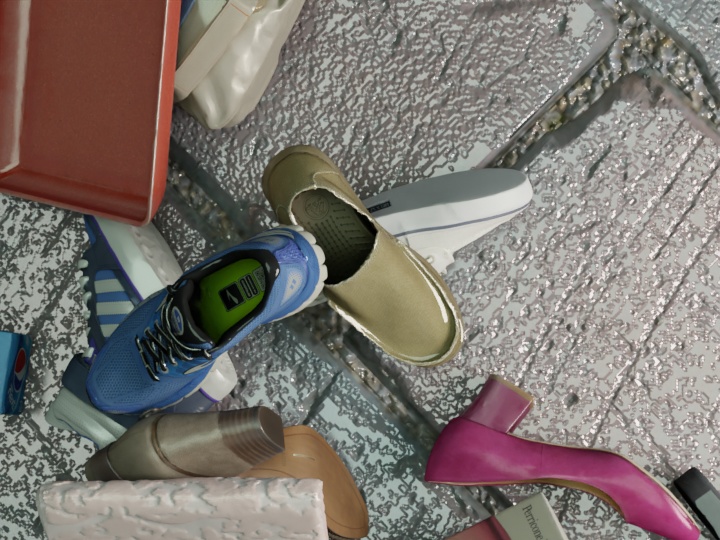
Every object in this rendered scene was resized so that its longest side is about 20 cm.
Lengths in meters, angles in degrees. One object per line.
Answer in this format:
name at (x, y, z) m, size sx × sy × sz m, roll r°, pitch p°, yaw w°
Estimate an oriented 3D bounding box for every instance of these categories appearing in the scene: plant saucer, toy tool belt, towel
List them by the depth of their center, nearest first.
towel at (-0.118, 0.207, 1.459) m, size 0.199 × 0.191 × 0.032 m, roll -2°, pitch 51°, yaw 4°
plant saucer at (-0.202, -0.146, 1.497) m, size 0.199 × 0.037 × 0.201 m, roll 14°, pitch 102°, yaw 42°
toy tool belt at (-0.106, -0.213, 1.507) m, size 0.122 × 0.125 × 0.201 m, roll 28°, pitch 98°, yaw 3°

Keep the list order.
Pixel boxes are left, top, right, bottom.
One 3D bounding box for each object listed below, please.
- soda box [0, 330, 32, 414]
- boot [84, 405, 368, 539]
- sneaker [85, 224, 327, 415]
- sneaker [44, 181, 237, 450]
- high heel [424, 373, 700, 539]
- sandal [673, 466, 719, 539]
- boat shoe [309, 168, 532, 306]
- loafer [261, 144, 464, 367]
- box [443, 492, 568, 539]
soda box at (-0.355, 0.065, 1.533) m, size 0.199 × 0.068 × 0.065 m, roll 7°, pitch 87°, yaw 5°
boot at (-0.100, 0.160, 1.480) m, size 0.146 × 0.200 × 0.071 m, roll -20°, pitch 47°, yaw 20°
sneaker at (-0.121, 0.034, 1.405) m, size 0.200 × 0.089 × 0.079 m, roll -37°, pitch 79°, yaw 20°
sneaker at (-0.196, 0.049, 1.519) m, size 0.146 × 0.081 × 0.201 m, roll -36°, pitch 74°, yaw 11°
high heel at (0.148, 0.167, 1.492) m, size 0.200 × 0.067 × 0.096 m, roll 32°, pitch 79°, yaw 20°
sandal at (0.291, 0.235, 1.478) m, size 0.043 × 0.076 × 0.200 m, roll -38°, pitch 74°, yaw -1°
boat shoe at (0.036, -0.020, 1.520) m, size 0.199 × 0.071 × 0.070 m, roll -17°, pitch 112°, yaw -1°
loafer at (0.000, 0.000, 1.457) m, size 0.076 × 0.067 × 0.200 m, roll -40°, pitch 105°, yaw 13°
box at (0.077, 0.271, 1.442) m, size 0.199 × 0.128 × 0.109 m, roll -27°, pitch 126°, yaw 2°
